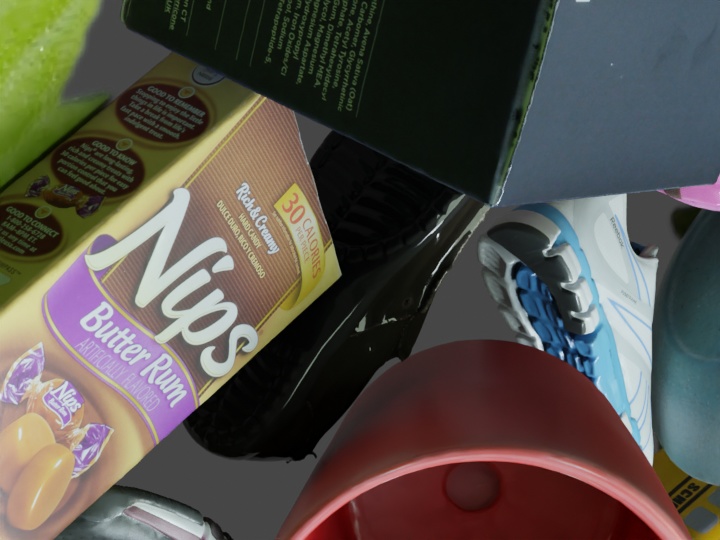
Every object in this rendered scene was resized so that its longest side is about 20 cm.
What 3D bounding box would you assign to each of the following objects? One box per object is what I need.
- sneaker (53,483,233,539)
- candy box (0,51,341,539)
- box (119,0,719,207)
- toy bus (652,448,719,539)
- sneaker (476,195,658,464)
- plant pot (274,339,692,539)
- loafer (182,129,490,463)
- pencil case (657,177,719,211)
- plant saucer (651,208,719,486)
[{"bbox_3d":[-0.086,0.173,1.237,0.200,0.075,0.116,51,45,-52],"label":"sneaker"},{"bbox_3d":[-0.102,0.013,1.163,0.200,0.056,0.117,-44,140,-25],"label":"candy box"},{"bbox_3d":[0.034,-0.109,1.123,0.148,0.200,0.105,-6,117,-48],"label":"box"},{"bbox_3d":[0.132,0.167,1.526,0.200,0.078,0.065,-38,138,-29],"label":"toy bus"},{"bbox_3d":[0.119,0.031,1.431,0.087,0.075,0.200,-46,142,-30],"label":"sneaker"},{"bbox_3d":[0.052,0.128,1.286,0.177,0.200,0.201,-84,-175,-68],"label":"plant pot"},{"bbox_3d":[0.000,0.000,1.273,0.200,0.073,0.071,-50,147,0],"label":"loafer"},{"bbox_3d":[0.176,-0.133,1.384,0.094,0.090,0.201,-61,161,-59],"label":"pencil case"},{"bbox_3d":[0.198,0.005,1.424,0.039,0.201,0.201,31,87,-30],"label":"plant saucer"}]
